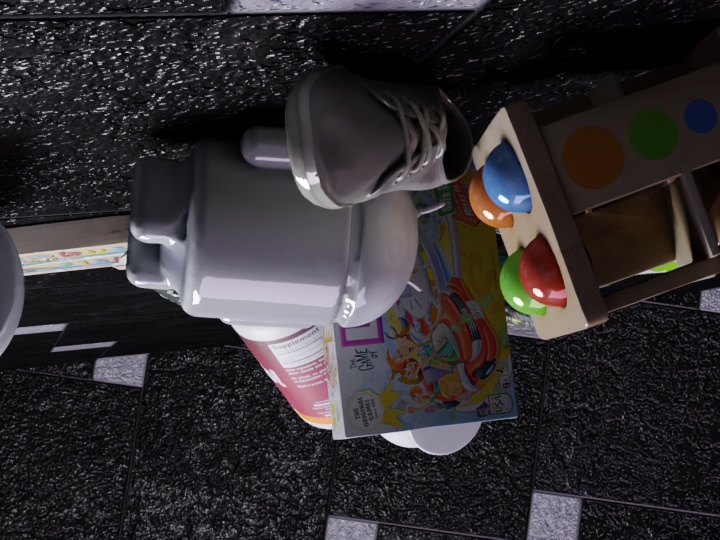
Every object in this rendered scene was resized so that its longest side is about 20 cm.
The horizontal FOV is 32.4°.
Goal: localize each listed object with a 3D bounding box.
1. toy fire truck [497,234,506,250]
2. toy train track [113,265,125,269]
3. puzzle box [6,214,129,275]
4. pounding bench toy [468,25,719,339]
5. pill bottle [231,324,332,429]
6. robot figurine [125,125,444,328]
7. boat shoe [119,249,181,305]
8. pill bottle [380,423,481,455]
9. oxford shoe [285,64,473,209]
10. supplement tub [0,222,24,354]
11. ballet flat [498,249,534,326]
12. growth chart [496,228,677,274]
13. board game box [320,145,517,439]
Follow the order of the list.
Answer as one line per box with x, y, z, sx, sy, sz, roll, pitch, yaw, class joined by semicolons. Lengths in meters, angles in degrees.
0.224;-0.019;1.291;0.199;0.130;0.176;-25;177;2;toy fire truck
-0.152;-0.014;1.223;0.198;0.033;0.115;-7;174;-3;toy train track
-0.281;-0.017;1.091;0.198;0.026;0.133;-6;173;-1;puzzle box
0.145;-0.038;0.741;0.155;0.125;0.200;-20;175;-5;pounding bench toy
-0.051;0.041;1.108;0.112;0.114;0.201;-9;134;25;pill bottle
-0.048;-0.024;0.796;0.198;0.114;0.170;5;139;-11;robot figurine
-0.151;-0.005;1.064;0.072;0.068;0.200;-38;174;1;boat shoe
0.042;0.109;1.236;0.110;0.113;0.200;-4;-165;-23;pill bottle
0.014;-0.073;0.673;0.057;0.076;0.200;-2;-177;22;oxford shoe
-0.305;0.018;0.846;0.139;0.142;0.200;-4;174;-22;supplement tub
0.144;0.016;0.970;0.071;0.073;0.200;-4;-178;-22;ballet flat
0.174;-0.025;0.973;0.198;0.018;0.144;15;168;-26;growth chart
0.036;0.014;0.898;0.133;0.202;0.034;-5;174;-18;board game box
